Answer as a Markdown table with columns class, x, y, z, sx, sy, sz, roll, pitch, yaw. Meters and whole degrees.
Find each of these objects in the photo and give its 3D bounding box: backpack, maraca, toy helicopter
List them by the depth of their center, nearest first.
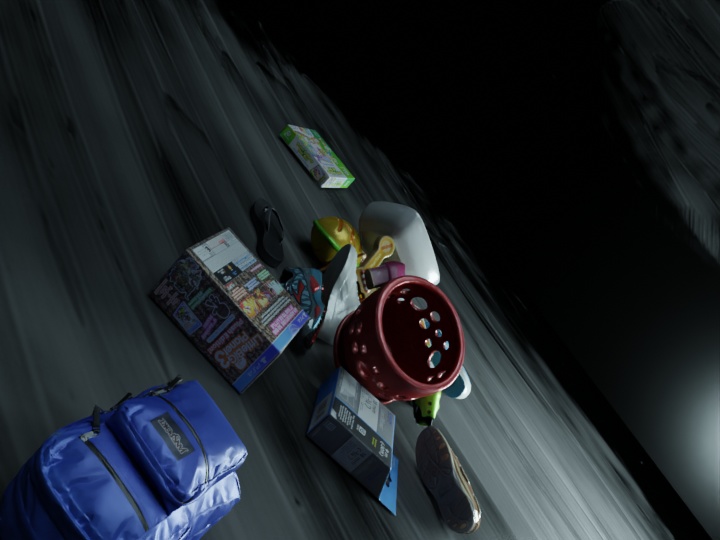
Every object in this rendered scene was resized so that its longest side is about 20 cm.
| class | x | y | z | sx | sy | sz | roll | pitch | yaw |
| --- | --- | --- | --- | --- | --- | --- | --- | --- | --- |
| backpack | -0.216 | 0.195 | 0.647 | 0.162 | 0.169 | 0.199 | 44 | 22 | 13 |
| toy helicopter | 0.000 | 0.000 | 1.451 | 0.133 | 0.201 | 0.078 | 47 | -23 | -21 |
| maraca | -0.043 | -0.050 | 1.596 | 0.138 | 0.107 | 0.200 | 53 | 7 | 37 |

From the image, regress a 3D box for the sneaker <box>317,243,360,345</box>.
| class | x | y | z | sx | sy | sz | roll | pitch | yaw |
| --- | --- | --- | --- | --- | --- | --- | --- | --- | --- |
| sneaker | -0.022 | 0.060 | 1.371 | 0.114 | 0.073 | 0.205 | 32 | 61 | -27 |

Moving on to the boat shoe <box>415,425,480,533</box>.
| class | x | y | z | sx | sy | sz | roll | pitch | yaw |
| --- | --- | --- | --- | --- | --- | --- | --- | --- | --- |
| boat shoe | 0.158 | 0.379 | 1.266 | 0.071 | 0.075 | 0.203 | 36 | 27 | -49 |

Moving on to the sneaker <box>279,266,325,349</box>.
| class | x | y | z | sx | sy | sz | roll | pitch | yaw |
| --- | --- | --- | --- | --- | --- | --- | --- | --- | --- |
| sneaker | -0.119 | 0.066 | 1.285 | 0.093 | 0.081 | 0.202 | 15 | 31 | -15 |

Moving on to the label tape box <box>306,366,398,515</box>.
| class | x | y | z | sx | sy | sz | roll | pitch | yaw |
| --- | --- | --- | --- | --- | --- | --- | --- | --- | --- |
| label tape box | 0.011 | 0.273 | 1.147 | 0.200 | 0.063 | 0.145 | 44 | 20 | -12 |

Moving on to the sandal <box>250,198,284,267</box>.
| class | x | y | z | sx | sy | sz | roll | pitch | yaw |
| --- | --- | --- | --- | --- | --- | --- | --- | --- | --- |
| sandal | -0.181 | -0.084 | 1.449 | 0.075 | 0.043 | 0.203 | 34 | 24 | -36 |

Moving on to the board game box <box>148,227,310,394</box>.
| class | x | y | z | sx | sy | sz | roll | pitch | yaw |
| --- | --- | --- | --- | --- | --- | --- | --- | --- | --- |
| board game box | -0.193 | 0.055 | 1.071 | 0.200 | 0.097 | 0.160 | 47 | 19 | -2 |

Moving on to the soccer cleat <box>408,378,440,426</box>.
| class | x | y | z | sx | sy | sz | roll | pitch | yaw |
| --- | --- | --- | --- | --- | --- | --- | --- | --- | --- |
| soccer cleat | 0.120 | 0.262 | 1.362 | 0.201 | 0.065 | 0.084 | 90 | 6 | -73 |

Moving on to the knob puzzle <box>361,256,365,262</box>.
| class | x | y | z | sx | sy | sz | roll | pitch | yaw |
| --- | --- | --- | --- | --- | --- | --- | --- | --- | --- |
| knob puzzle | 0.012 | -0.011 | 1.755 | 0.219 | 0.030 | 0.221 | 41 | 20 | -18 |

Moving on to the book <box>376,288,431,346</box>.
| class | x | y | z | sx | sy | sz | roll | pitch | yaw |
| --- | --- | --- | --- | --- | --- | --- | --- | --- | --- |
| book | 0.086 | 0.109 | 1.537 | 0.132 | 0.048 | 0.201 | 37 | 21 | -18 |

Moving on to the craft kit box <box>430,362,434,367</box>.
| class | x | y | z | sx | sy | sz | roll | pitch | yaw |
| --- | --- | --- | --- | --- | --- | --- | --- | --- | --- |
| craft kit box | 0.062 | 0.142 | 1.549 | 0.198 | 0.049 | 0.199 | 22 | 29 | -53 |

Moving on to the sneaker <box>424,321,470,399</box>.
| class | x | y | z | sx | sy | sz | roll | pitch | yaw |
| --- | --- | --- | --- | --- | --- | --- | --- | --- | --- |
| sneaker | 0.194 | 0.215 | 1.667 | 0.080 | 0.076 | 0.204 | 31 | 30 | -60 |

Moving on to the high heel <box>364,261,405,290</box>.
| class | x | y | z | sx | sy | sz | roll | pitch | yaw |
| --- | --- | --- | --- | --- | --- | --- | --- | --- | --- |
| high heel | 0.074 | 0.083 | 1.408 | 0.094 | 0.067 | 0.207 | -10 | 87 | -29 |

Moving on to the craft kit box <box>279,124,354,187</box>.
| class | x | y | z | sx | sy | sz | roll | pitch | yaw |
| --- | --- | --- | --- | --- | --- | --- | --- | --- | --- |
| craft kit box | -0.122 | -0.327 | 2.035 | 0.199 | 0.048 | 0.199 | 54 | 20 | 7 |

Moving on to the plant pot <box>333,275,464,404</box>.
| class | x | y | z | sx | sy | sz | roll | pitch | yaw |
| --- | --- | --- | --- | --- | --- | --- | --- | --- | --- |
| plant pot | 0.056 | 0.133 | 1.240 | 0.196 | 0.181 | 0.206 | 17 | 60 | -32 |

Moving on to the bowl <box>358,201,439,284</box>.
| class | x | y | z | sx | sy | sz | roll | pitch | yaw |
| --- | --- | --- | --- | --- | --- | --- | --- | --- | --- |
| bowl | 0.075 | -0.047 | 1.576 | 0.197 | 0.074 | 0.205 | 15 | -49 | 52 |
